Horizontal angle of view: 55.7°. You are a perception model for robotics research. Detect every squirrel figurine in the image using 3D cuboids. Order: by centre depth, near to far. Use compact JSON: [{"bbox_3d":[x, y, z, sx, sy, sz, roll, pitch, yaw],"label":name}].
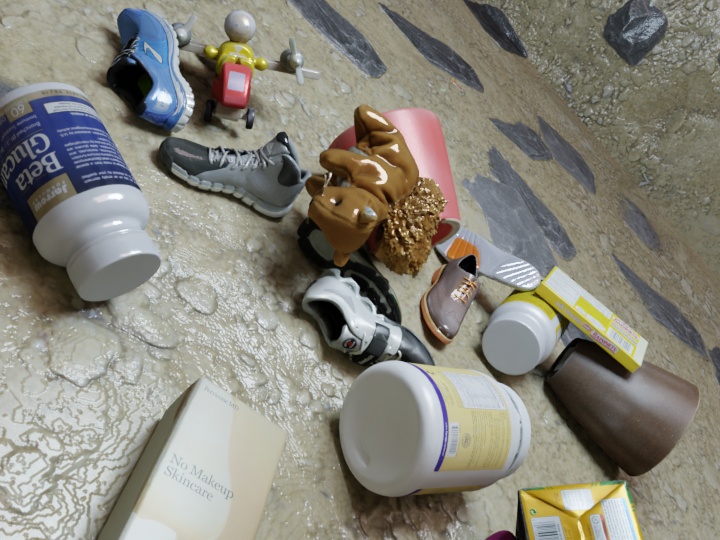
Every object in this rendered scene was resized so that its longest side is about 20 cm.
[{"bbox_3d":[0.022,-0.081,0.880,0.200,0.142,0.187,34,35,-11],"label":"squirrel figurine"}]

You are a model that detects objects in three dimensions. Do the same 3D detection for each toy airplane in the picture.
[{"bbox_3d":[-0.183,-0.319,1.004,0.199,0.141,0.200,37,42,18],"label":"toy airplane"}]

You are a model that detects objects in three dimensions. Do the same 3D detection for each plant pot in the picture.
[{"bbox_3d":[0.060,-0.124,1.062,0.200,0.200,0.178,1,65,-49],"label":"plant pot"},{"bbox_3d":[0.425,0.209,1.154,0.200,0.187,0.187,37,31,7],"label":"plant pot"}]

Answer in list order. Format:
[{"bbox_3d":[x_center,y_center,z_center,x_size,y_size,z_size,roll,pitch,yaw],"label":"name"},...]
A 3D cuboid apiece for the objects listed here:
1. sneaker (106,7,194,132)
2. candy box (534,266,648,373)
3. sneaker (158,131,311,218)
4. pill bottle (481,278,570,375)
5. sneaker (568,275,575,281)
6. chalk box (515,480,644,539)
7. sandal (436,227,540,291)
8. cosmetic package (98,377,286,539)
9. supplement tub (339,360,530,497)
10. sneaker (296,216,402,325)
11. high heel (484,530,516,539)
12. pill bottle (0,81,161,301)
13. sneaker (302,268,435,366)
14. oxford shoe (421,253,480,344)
[{"bbox_3d":[-0.288,-0.276,0.898,0.089,0.079,0.200,5,52,-50],"label":"sneaker"},{"bbox_3d":[0.384,0.078,1.128,0.200,0.026,0.102,42,29,12],"label":"candy box"},{"bbox_3d":[-0.151,-0.151,0.891,0.200,0.115,0.075,21,41,-36],"label":"sneaker"},{"bbox_3d":[0.280,0.093,1.143,0.114,0.114,0.200,52,32,6],"label":"pill bottle"},{"bbox_3d":[0.410,0.050,1.370,0.200,0.082,0.077,0,55,-49],"label":"sneaker"},{"bbox_3d":[0.249,0.350,0.786,0.125,0.124,0.200,-91,172,-46],"label":"chalk box"},{"bbox_3d":[0.216,-0.005,1.197,0.207,0.059,0.079,32,57,29],"label":"sandal"},{"bbox_3d":[-0.141,0.198,0.559,0.105,0.071,0.200,37,34,-17],"label":"cosmetic package"},{"bbox_3d":[0.091,0.184,0.793,0.200,0.145,0.146,14,46,-42],"label":"supplement tub"},{"bbox_3d":[0.000,0.000,0.957,0.200,0.077,0.089,55,24,7],"label":"sneaker"},{"bbox_3d":[0.108,0.318,0.737,0.200,0.067,0.096,-29,90,-54],"label":"high heel"},{"bbox_3d":[-0.277,-0.074,0.665,0.111,0.111,0.200,-13,65,-54],"label":"pill bottle"},{"bbox_3d":[0.004,0.090,0.865,0.200,0.074,0.089,39,32,5],"label":"sneaker"},{"bbox_3d":[0.148,0.037,1.084,0.071,0.073,0.200,39,34,-14],"label":"oxford shoe"}]
